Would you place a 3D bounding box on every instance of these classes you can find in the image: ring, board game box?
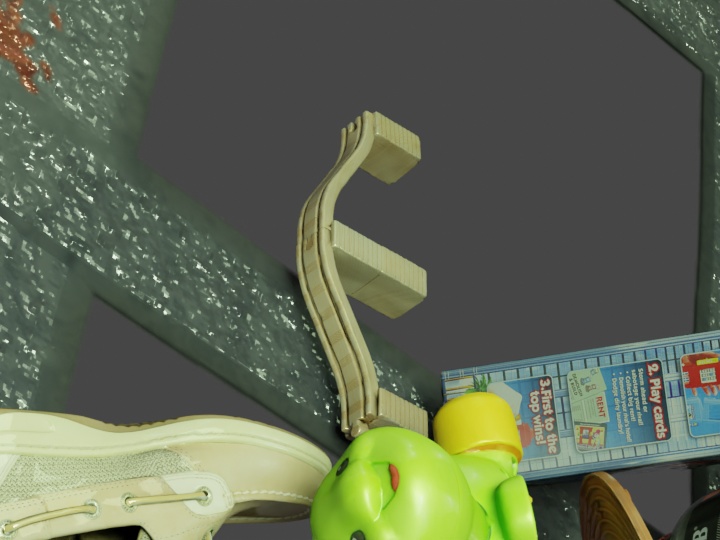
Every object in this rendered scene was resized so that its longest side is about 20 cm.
[{"bbox_3d":[0.143,0.188,1.082,0.200,0.019,0.201,164,-90,-84],"label":"ring"},{"bbox_3d":[0.176,0.065,1.164,0.200,0.199,0.062,4,77,-57],"label":"board game box"}]

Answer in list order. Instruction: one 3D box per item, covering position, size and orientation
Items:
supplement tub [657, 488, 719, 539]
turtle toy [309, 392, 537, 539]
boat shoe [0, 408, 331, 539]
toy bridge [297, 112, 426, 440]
[{"bbox_3d":[0.240,0.152,1.176,0.122,0.200,0.123,27,49,-36],"label":"supplement tub"},{"bbox_3d":[0.030,0.131,1.007,0.101,0.200,0.146,-10,57,-5],"label":"turtle toy"},{"bbox_3d":[-0.094,0.098,0.963,0.199,0.072,0.065,9,64,-42],"label":"boat shoe"},{"bbox_3d":[0.000,0.000,1.165,0.067,0.027,0.201,29,43,-31],"label":"toy bridge"}]
